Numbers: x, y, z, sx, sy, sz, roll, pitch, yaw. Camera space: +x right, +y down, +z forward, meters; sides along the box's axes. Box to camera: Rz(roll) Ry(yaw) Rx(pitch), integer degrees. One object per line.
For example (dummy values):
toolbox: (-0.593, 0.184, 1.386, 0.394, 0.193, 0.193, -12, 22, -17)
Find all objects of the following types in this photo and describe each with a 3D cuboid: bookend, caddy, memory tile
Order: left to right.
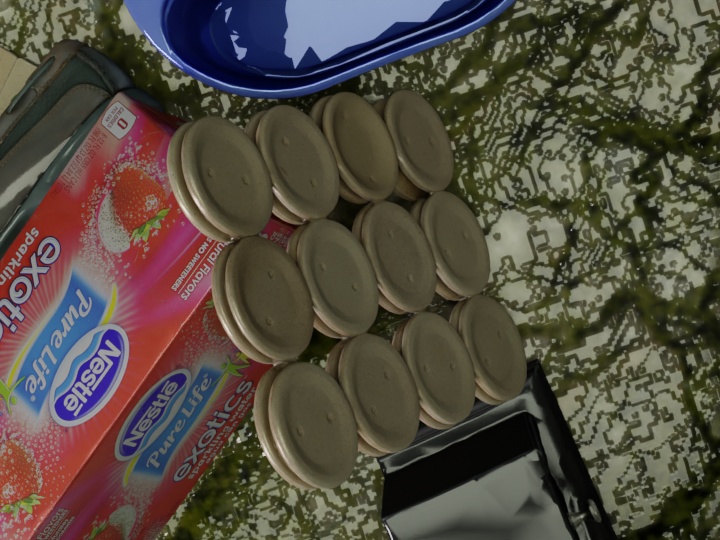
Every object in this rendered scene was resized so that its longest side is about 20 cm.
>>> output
caddy: (-0.010, -0.157, 0.771, 0.198, 0.105, 0.143, -21, 96, 4)
memory tile: (0.000, 0.000, 0.745, 0.017, 0.199, 0.155, -22, 87, 34)
bookend: (0.082, 0.161, 0.759, 0.091, 0.199, 0.202, -24, 94, 4)

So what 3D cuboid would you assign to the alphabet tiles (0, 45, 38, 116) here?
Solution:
alphabet tiles: (-0.228, -0.043, 0.842, 0.199, 0.006, 0.167, 28, 97, -2)

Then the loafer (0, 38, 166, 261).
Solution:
loafer: (-0.176, -0.020, 0.814, 0.200, 0.072, 0.063, -45, 74, -1)

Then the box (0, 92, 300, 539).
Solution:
box: (-0.109, 0.037, 0.787, 0.100, 0.095, 0.201, 40, 97, 27)
